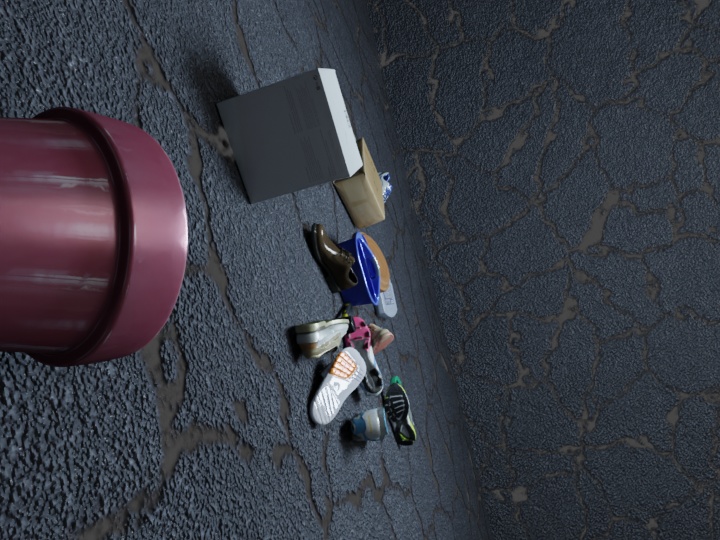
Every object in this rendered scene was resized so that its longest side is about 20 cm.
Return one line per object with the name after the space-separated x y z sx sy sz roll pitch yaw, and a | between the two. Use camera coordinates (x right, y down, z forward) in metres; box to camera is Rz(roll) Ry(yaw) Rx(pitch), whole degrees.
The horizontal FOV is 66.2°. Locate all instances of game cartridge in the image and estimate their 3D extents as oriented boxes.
0.078 0.092 1.829 0.200 0.041 0.134 9 65 -74 | game cartridge

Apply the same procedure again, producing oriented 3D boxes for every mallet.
-0.048 0.115 1.338 0.200 0.065 0.042 -107 -179 -79 | mallet

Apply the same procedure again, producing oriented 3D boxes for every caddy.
0.000 0.000 1.468 0.141 0.104 0.202 -51 126 -71 | caddy

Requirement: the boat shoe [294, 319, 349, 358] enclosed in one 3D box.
-0.077 0.137 1.136 0.200 0.074 0.069 0 82 -68 | boat shoe

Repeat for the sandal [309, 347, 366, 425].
-0.060 0.236 1.139 0.079 0.059 0.207 56 40 -11 | sandal

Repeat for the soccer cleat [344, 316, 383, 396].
0.001 0.219 1.383 0.086 0.069 0.202 117 -41 -64 | soccer cleat

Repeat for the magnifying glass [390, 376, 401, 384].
0.134 0.429 1.763 0.080 0.022 0.201 -69 141 -66 | magnifying glass

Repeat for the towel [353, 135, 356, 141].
-0.005 -0.359 1.929 0.200 0.034 0.194 -76 150 -60 | towel

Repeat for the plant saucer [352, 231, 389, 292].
0.040 -0.029 1.719 0.201 0.032 0.201 52 22 -32 | plant saucer

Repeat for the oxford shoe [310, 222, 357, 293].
-0.059 -0.038 1.328 0.073 0.084 0.201 -84 155 -48 | oxford shoe

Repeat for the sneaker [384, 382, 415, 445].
0.115 0.413 1.625 0.081 0.073 0.202 -85 165 -68 | sneaker

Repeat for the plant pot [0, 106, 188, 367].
-0.255 -0.025 0.388 0.179 0.199 0.202 -1 77 -59 | plant pot

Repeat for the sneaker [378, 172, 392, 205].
0.077 -0.297 2.082 0.075 0.087 0.202 59 24 -54 | sneaker

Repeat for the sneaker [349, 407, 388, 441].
0.016 0.357 1.277 0.200 0.080 0.077 93 -12 -68 | sneaker

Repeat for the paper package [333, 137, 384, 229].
-0.003 -0.271 1.719 0.201 0.103 0.192 60 20 -45 | paper package

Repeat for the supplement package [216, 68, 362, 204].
-0.125 -0.252 1.040 0.147 0.198 0.193 -62 137 -70 | supplement package

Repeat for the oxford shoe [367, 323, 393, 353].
0.034 0.177 1.457 0.074 0.070 0.200 58 -18 10 | oxford shoe
